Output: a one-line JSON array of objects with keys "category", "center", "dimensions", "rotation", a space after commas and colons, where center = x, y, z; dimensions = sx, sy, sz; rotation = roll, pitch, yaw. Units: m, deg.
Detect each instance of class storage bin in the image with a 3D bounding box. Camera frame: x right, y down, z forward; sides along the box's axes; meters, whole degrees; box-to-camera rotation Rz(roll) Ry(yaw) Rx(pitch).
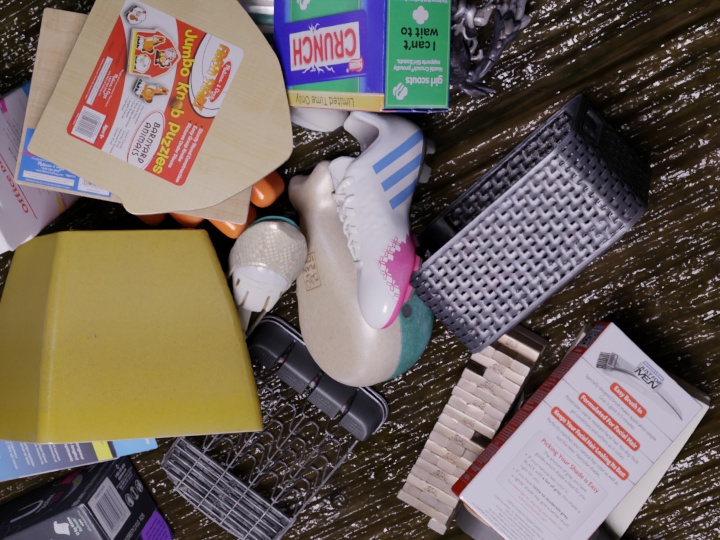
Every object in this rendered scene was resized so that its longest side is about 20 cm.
[{"category": "storage bin", "center": [0.141, -0.039, 1.548], "dimensions": [0.200, 0.135, 0.094], "rotation": [-40, 99, 23]}]

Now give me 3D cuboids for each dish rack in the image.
[{"category": "dish rack", "center": [-0.088, 0.160, 1.728], "dimensions": [0.153, 0.055, 0.200], "rotation": [38, 116, 0]}]

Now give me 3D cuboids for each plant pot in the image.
[{"category": "plant pot", "center": [-0.213, 0.055, 1.597], "dimensions": [0.199, 0.200, 0.177], "rotation": [0, 88, -27]}]

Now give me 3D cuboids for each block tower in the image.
[{"category": "block tower", "center": [0.100, 0.141, 1.670], "dimensions": [0.058, 0.054, 0.201], "rotation": [28, 113, 10]}]

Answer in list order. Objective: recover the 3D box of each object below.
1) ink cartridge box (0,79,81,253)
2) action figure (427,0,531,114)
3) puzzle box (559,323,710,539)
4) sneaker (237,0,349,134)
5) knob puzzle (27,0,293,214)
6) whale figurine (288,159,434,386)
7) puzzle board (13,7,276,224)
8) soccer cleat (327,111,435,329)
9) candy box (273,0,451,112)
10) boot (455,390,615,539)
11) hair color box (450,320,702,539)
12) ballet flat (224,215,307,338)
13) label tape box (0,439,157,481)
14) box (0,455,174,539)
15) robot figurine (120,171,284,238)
[{"category": "ink cartridge box", "center": [-0.320, -0.083, 1.613], "dimensions": [0.068, 0.200, 0.115], "rotation": [-24, 102, 20]}, {"category": "action figure", "center": [0.087, -0.221, 1.522], "dimensions": [0.118, 0.102, 0.200], "rotation": [27, 140, -6]}, {"category": "puzzle box", "center": [0.212, 0.162, 1.668], "dimensions": [0.133, 0.025, 0.200], "rotation": [31, 114, 2]}, {"category": "sneaker", "center": [-0.066, -0.211, 1.574], "dimensions": [0.093, 0.070, 0.200], "rotation": [-38, 95, 29]}, {"category": "knob puzzle", "center": [-0.148, -0.137, 1.518], "dimensions": [0.218, 0.030, 0.221], "rotation": [0, 88, -1]}, {"category": "whale figurine", "center": [0.000, 0.000, 1.629], "dimensions": [0.159, 0.103, 0.201], "rotation": [-26, 80, 59]}, {"category": "puzzle board", "center": [-0.181, -0.130, 1.541], "dimensions": [0.199, 0.017, 0.152], "rotation": [10, 89, 0]}, {"category": "soccer cleat", "center": [0.006, -0.045, 1.522], "dimensions": [0.086, 0.201, 0.070], "rotation": [20, 146, -18]}, {"category": "candy box", "center": [0.000, -0.229, 1.480], "dimensions": [0.169, 0.077, 0.201], "rotation": [9, 102, 55]}, {"category": "boot", "center": [0.201, 0.209, 1.638], "dimensions": [0.199, 0.077, 0.139], "rotation": [23, 107, 2]}, {"category": "hair color box", "center": [0.185, 0.153, 1.581], "dimensions": [0.111, 0.064, 0.200], "rotation": [43, 88, -4]}, {"category": "ballet flat", "center": [-0.094, 0.020, 1.623], "dimensions": [0.067, 0.063, 0.200], "rotation": [13, 152, -12]}, {"category": "label tape box", "center": [-0.299, 0.115, 1.756], "dimensions": [0.199, 0.066, 0.144], "rotation": [-13, 107, 13]}, {"category": "box", "center": [-0.302, 0.276, 1.783], "dimensions": [0.199, 0.122, 0.106], "rotation": [-26, 102, 20]}, {"category": "robot figurine", "center": [-0.157, -0.119, 1.608], "dimensions": [0.200, 0.117, 0.144], "rotation": [42, 143, -3]}]
